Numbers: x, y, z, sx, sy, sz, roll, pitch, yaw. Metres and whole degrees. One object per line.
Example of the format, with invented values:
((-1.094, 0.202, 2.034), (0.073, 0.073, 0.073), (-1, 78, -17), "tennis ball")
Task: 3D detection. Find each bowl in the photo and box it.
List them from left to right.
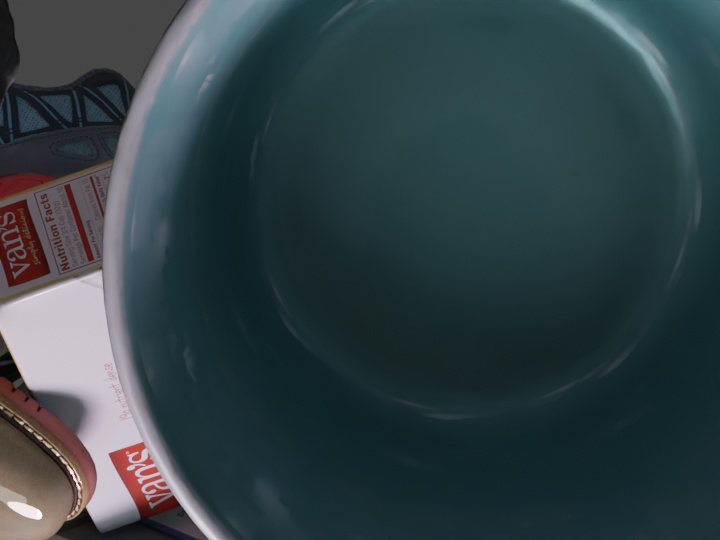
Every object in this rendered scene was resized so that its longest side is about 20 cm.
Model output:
((0.035, -0.011, 0.721), (0.201, 0.201, 0.105), (17, -172, -10), "bowl")

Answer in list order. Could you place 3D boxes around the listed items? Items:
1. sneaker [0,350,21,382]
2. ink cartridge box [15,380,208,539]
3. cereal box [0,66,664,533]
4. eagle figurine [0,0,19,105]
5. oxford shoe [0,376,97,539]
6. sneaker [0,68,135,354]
((-0.175, 0.038, 0.971), (0.200, 0.077, 0.084), (-19, 158, 5), "sneaker")
((-0.027, 0.100, 0.931), (0.200, 0.145, 0.088), (21, 129, 24), "ink cartridge box")
((0.000, 0.000, 0.837), (0.200, 0.040, 0.144), (-20, 150, -3), "cereal box")
((-0.155, -0.063, 0.696), (0.151, 0.200, 0.152), (18, 176, -1), "eagle figurine")
((-0.174, 0.047, 0.805), (0.200, 0.075, 0.070), (16, 142, 0), "oxford shoe")
((-0.151, -0.025, 0.868), (0.200, 0.096, 0.079), (3, 142, -12), "sneaker")
